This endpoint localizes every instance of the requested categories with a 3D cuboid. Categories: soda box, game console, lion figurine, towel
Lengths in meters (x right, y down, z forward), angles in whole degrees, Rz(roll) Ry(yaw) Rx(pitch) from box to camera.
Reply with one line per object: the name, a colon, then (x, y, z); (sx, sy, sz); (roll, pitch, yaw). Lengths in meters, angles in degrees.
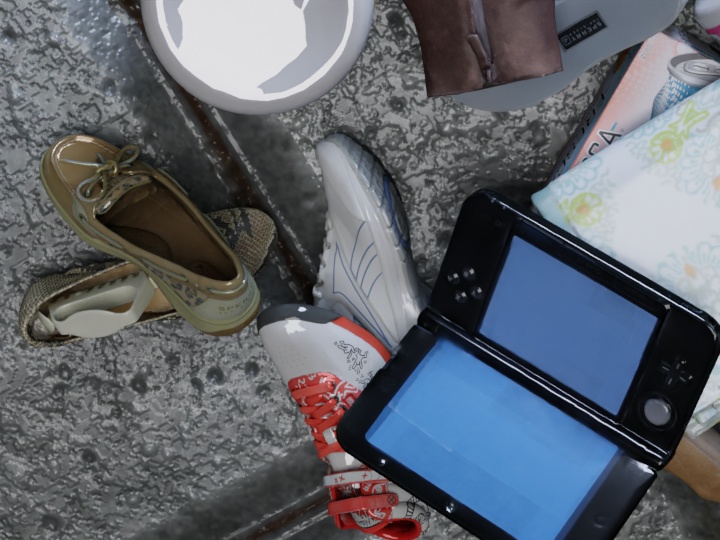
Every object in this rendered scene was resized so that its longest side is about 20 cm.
soda box: (0.179, -0.075, 1.453); (0.068, 0.064, 0.200); (27, 107, -6)
game console: (0.109, 0.075, 1.374); (0.200, 0.116, 0.176); (31, 127, 18)
lion figurine: (0.242, 0.127, 1.508); (0.200, 0.073, 0.122); (41, 139, -16)
towel: (0.236, -0.009, 1.402); (0.171, 0.048, 0.200); (-32, 92, 7)

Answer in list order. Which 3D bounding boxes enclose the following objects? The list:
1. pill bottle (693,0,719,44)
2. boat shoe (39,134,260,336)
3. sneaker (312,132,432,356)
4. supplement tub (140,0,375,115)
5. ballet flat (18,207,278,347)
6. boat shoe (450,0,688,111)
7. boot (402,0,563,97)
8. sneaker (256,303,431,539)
pill bottle: (0.331, -0.147, 1.397); (0.200, 0.113, 0.113); (41, 105, -10)
boat shoe: (-0.145, -0.038, 1.441); (0.200, 0.063, 0.073); (37, 67, 20)
sneaker: (0.000, 0.000, 1.483); (0.087, 0.075, 0.200); (-15, 106, 12)
supplement tub: (-0.060, -0.190, 1.356); (0.145, 0.200, 0.146); (1, 108, 3)
ballet flat: (-0.153, 0.015, 1.490); (0.200, 0.075, 0.068); (-19, 111, 8)
boat shoe: (0.142, -0.172, 1.419); (0.199, 0.068, 0.074); (-29, 101, 37)
boot: (0.113, -0.210, 1.348); (0.200, 0.072, 0.167); (-14, 93, 23)
sneaker: (-0.007, 0.113, 1.457); (0.067, 0.108, 0.201); (-13, 140, 32)
